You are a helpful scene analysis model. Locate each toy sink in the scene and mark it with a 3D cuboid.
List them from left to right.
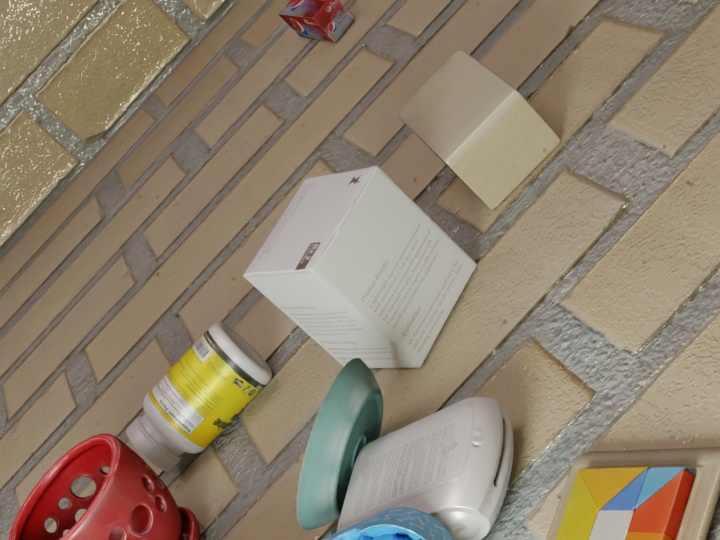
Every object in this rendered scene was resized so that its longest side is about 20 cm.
[{"bbox_3d":[0.157,-0.189,1.950,0.130,0.112,0.200,-45,30,4],"label":"toy sink"}]

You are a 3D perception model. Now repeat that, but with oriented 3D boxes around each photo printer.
[{"bbox_3d":[0.073,0.225,1.526,0.200,0.069,0.167,-29,28,34],"label":"photo printer"}]

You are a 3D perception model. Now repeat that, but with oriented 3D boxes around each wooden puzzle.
[{"bbox_3d":[0.229,0.237,1.302,0.185,0.037,0.200,-12,42,52],"label":"wooden puzzle"}]

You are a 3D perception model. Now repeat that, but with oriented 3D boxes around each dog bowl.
[{"bbox_3d":[0.011,0.303,1.455,0.200,0.112,0.050,-31,10,32],"label":"dog bowl"}]

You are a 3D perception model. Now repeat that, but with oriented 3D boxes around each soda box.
[{"bbox_3d":[-0.087,-0.493,2.826,0.063,0.070,0.200,-49,25,-7],"label":"soda box"}]

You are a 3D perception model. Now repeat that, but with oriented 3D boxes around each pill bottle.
[{"bbox_3d":[-0.226,0.178,2.021,0.200,0.112,0.112,-46,25,4],"label":"pill bottle"}]

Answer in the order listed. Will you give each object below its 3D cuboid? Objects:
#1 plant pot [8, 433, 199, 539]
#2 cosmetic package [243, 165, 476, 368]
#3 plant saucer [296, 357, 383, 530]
[{"bbox_3d":[-0.314,0.335,1.848,0.200,0.182,0.201,-37,27,22],"label":"plant pot"},{"bbox_3d":[0.000,0.000,1.817,0.165,0.200,0.165,-6,46,55],"label":"cosmetic package"},{"bbox_3d":[-0.016,0.198,1.630,0.036,0.200,0.201,16,57,16],"label":"plant saucer"}]
